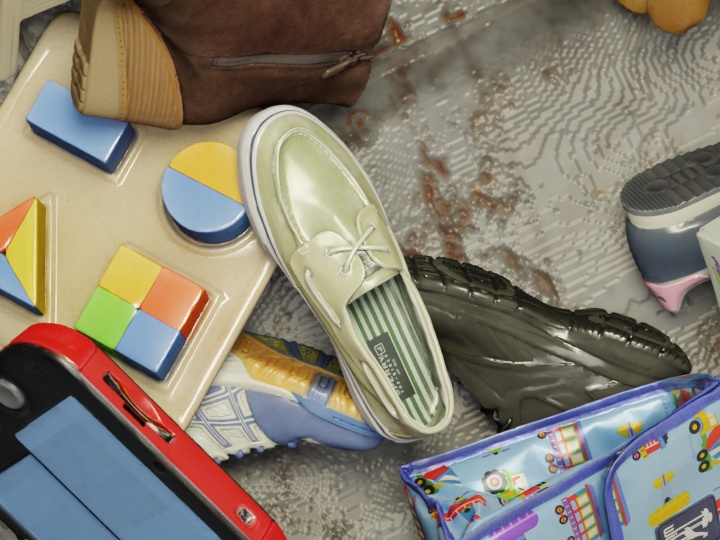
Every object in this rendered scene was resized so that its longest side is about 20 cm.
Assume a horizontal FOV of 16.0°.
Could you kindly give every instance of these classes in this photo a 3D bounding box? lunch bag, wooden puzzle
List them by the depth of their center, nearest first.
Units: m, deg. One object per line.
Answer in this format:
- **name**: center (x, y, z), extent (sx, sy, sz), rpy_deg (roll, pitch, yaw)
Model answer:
- **wooden puzzle**: center (-0.137, -0.029, 1.416), extent (0.184, 0.046, 0.201), rpy_deg (28, 76, 10)
- **lunch bag**: center (0.143, 0.150, 1.440), extent (0.199, 0.094, 0.151), rpy_deg (-24, 119, -9)

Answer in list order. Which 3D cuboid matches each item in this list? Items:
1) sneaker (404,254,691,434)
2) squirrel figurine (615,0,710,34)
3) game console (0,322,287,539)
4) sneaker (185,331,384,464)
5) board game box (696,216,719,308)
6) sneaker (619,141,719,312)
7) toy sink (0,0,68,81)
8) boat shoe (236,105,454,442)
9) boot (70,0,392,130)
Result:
- **sneaker**: center (0.084, 0.053, 1.455), extent (0.199, 0.076, 0.091), rpy_deg (20, 103, 2)
- **squirrel figurine**: center (0.203, -0.226, 1.409), extent (0.185, 0.142, 0.201), rpy_deg (17, 95, -8)
- **game console**: center (-0.145, 0.125, 1.408), extent (0.200, 0.177, 0.031), rpy_deg (46, 48, -10)
- **sneaker**: center (-0.080, 0.080, 1.458), extent (0.198, 0.075, 0.089), rpy_deg (15, 101, 7)
- **board game box**: center (0.281, 0.036, 1.405), extent (0.147, 0.064, 0.201), rpy_deg (-30, 118, -17)
- **sneaker**: center (0.248, -0.036, 1.463), extent (0.198, 0.070, 0.083), rpy_deg (-15, 117, -2)
- **toy sink**: center (-0.177, -0.223, 1.384), extent (0.112, 0.201, 0.131), rpy_deg (-25, 63, -25)
- **boat shoe**: center (0.000, 0.000, 1.384), extent (0.072, 0.062, 0.201), rpy_deg (-31, 99, -20)
- **boot**: center (-0.063, -0.157, 1.349), extent (0.165, 0.201, 0.073), rpy_deg (-5, 50, -20)
